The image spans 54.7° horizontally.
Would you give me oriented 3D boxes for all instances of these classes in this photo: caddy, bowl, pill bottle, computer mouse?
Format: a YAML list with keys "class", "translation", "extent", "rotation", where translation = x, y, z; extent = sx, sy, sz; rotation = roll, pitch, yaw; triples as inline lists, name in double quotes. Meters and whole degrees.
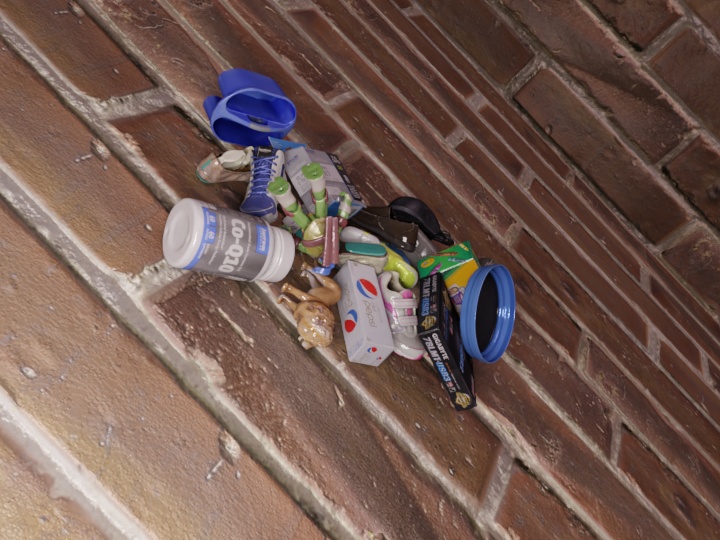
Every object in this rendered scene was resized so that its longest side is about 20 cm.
- class: "caddy"
  translation: [-0.227, -0.327, 1.445]
  extent: [0.199, 0.141, 0.105]
  rotation: [4, 48, -47]
- class: "bowl"
  translation: [0.259, 0.086, 1.415]
  extent: [0.200, 0.039, 0.202]
  rotation: [-11, 103, -55]
- class: "pill bottle"
  translation: [-0.216, -0.044, 1.162]
  extent: [0.199, 0.114, 0.114]
  rotation: [13, 44, -41]
- class: "computer mouse"
  translation: [0.131, -0.124, 1.612]
  extent: [0.138, 0.053, 0.200]
  rotation: [14, -14, 34]

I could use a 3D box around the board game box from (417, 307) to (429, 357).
- class: "board game box"
  translation: [0.149, 0.140, 1.448]
  extent: [0.200, 0.039, 0.159]
  rotation: [-58, 127, -69]

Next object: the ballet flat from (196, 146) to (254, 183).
- class: "ballet flat"
  translation: [-0.236, -0.211, 1.372]
  extent: [0.068, 0.067, 0.200]
  rotation: [50, 31, 7]

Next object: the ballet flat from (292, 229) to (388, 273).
- class: "ballet flat"
  translation: [-0.043, -0.030, 1.397]
  extent: [0.198, 0.063, 0.068]
  rotation: [12, 35, -6]

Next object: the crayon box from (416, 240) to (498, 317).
- class: "crayon box"
  translation: [0.213, 0.037, 1.489]
  extent: [0.200, 0.118, 0.059]
  rotation: [55, 19, -43]

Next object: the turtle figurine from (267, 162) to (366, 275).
- class: "turtle figurine"
  translation: [-0.093, -0.111, 1.270]
  extent: [0.195, 0.143, 0.201]
  rotation: [70, 27, -45]

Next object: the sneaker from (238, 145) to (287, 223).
- class: "sneaker"
  translation: [-0.188, -0.172, 1.325]
  extent: [0.080, 0.116, 0.200]
  rotation: [0, 28, 9]

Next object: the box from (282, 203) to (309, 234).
- class: "box"
  translation: [-0.094, -0.129, 1.475]
  extent: [0.039, 0.041, 0.200]
  rotation: [48, 32, 2]

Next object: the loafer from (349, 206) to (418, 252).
- class: "loafer"
  translation: [0.048, -0.111, 1.542]
  extent: [0.199, 0.072, 0.073]
  rotation: [30, 5, 19]

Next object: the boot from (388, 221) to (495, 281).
- class: "boot"
  translation: [0.179, -0.031, 1.574]
  extent: [0.200, 0.182, 0.073]
  rotation: [51, 13, 2]

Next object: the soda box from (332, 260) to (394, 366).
- class: "soda box"
  translation: [0.003, 0.079, 1.329]
  extent: [0.068, 0.064, 0.201]
  rotation: [15, 43, -30]

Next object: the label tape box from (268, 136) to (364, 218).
- class: "label tape box"
  translation: [-0.088, -0.204, 1.443]
  extent: [0.201, 0.066, 0.143]
  rotation: [62, 25, 12]

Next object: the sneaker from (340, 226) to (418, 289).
- class: "sneaker"
  translation: [0.035, -0.032, 1.511]
  extent: [0.200, 0.076, 0.105]
  rotation: [38, 14, -12]

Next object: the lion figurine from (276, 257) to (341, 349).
- class: "lion figurine"
  translation: [-0.075, 0.052, 1.255]
  extent: [0.122, 0.073, 0.200]
  rotation: [31, 39, 2]

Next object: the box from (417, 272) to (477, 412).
- class: "box"
  translation: [0.171, 0.138, 1.366]
  extent: [0.199, 0.049, 0.200]
  rotation: [62, 19, -25]

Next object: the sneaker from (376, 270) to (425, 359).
- class: "sneaker"
  translation: [0.075, 0.084, 1.390]
  extent: [0.081, 0.088, 0.201]
  rotation: [-6, 59, -52]
